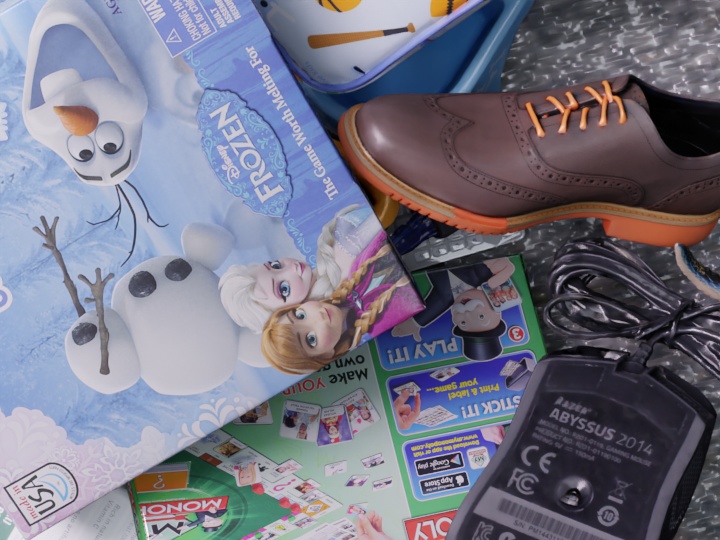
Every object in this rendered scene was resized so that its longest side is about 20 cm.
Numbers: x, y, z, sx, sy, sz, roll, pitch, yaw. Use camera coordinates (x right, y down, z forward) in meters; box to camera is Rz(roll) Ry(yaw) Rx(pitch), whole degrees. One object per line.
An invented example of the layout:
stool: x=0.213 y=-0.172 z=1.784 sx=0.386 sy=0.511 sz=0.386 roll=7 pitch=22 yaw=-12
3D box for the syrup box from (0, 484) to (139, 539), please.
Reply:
syrup box: x=-0.084 y=0.152 z=1.024 sx=0.200 sy=0.081 sz=0.079 roll=32 pitch=94 yaw=5

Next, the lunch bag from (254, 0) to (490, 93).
lunch bag: x=-0.021 y=-0.182 z=0.924 sx=0.160 sy=0.076 sz=0.200 roll=-31 pitch=106 yaw=30

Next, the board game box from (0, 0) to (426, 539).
board game box: x=-0.106 y=-0.021 z=0.910 sx=0.199 sy=0.043 sz=0.200 roll=-30 pitch=110 yaw=3

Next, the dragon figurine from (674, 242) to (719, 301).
dragon figurine: x=0.242 y=0.018 z=1.003 sx=0.200 sy=0.059 sz=0.100 roll=36 pitch=94 yaw=2

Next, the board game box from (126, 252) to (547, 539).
board game box: x=-0.007 y=0.075 z=0.994 sx=0.199 sy=0.029 sz=0.135 roll=-10 pitch=74 yaw=-12

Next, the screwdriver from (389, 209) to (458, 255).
screwdriver: x=0.000 y=0.000 z=0.994 sx=0.200 sy=0.028 sz=0.029 roll=-38 pitch=93 yaw=-21

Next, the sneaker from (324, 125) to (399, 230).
sneaker: x=-0.071 y=-0.049 z=0.967 sx=0.200 sy=0.077 sz=0.079 roll=8 pitch=90 yaw=-30

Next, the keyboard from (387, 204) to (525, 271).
keyboard: x=-0.025 y=-0.015 z=1.049 sx=0.199 sy=0.011 sz=0.056 roll=-16 pitch=90 yaw=5

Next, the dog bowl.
dog bowl: x=0.037 y=-0.144 z=1.018 sx=0.111 sy=0.050 sz=0.200 roll=32 pitch=93 yaw=4

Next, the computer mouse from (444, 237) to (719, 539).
computer mouse: x=0.107 y=0.093 z=0.959 sx=0.138 sy=0.053 sz=0.200 roll=26 pitch=67 yaw=19

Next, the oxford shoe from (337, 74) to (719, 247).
oxford shoe: x=0.085 y=-0.061 z=0.965 sx=0.200 sy=0.073 sz=0.071 roll=3 pitch=51 yaw=-29
